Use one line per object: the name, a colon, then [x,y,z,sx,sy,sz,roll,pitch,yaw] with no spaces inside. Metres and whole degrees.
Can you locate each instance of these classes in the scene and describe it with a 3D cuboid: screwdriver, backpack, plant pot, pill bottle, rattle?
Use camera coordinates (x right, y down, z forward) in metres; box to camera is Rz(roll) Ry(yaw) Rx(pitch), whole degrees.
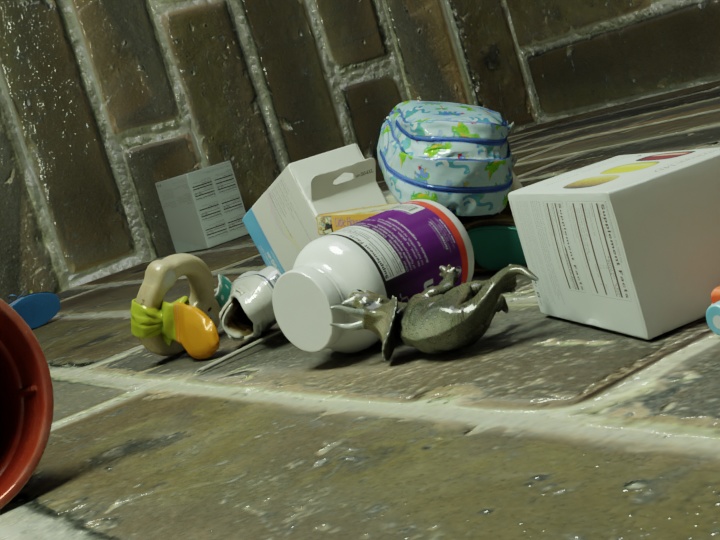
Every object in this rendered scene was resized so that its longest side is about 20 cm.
screwdriver: [-0.097,0.068,1.319,0.199,0.028,0.029,-23,38,-24]
backpack: [0.097,-0.122,1.322,0.162,0.155,0.201,9,33,-2]
plant pot: [-0.379,0.119,0.998,0.200,0.202,0.195,-21,0,-32]
pill bottle: [0.012,0.008,1.149,0.112,0.113,0.199,-10,11,45]
rattle: [-0.171,0.052,1.455,0.142,0.131,0.200,-1,-13,29]

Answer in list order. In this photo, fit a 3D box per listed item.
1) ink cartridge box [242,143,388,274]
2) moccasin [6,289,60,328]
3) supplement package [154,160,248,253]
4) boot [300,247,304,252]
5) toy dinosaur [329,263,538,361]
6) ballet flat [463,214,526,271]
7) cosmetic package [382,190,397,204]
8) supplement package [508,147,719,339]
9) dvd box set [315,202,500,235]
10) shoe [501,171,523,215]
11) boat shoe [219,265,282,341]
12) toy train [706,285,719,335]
ink cartridge box: [-0.057,-0.082,1.733,0.128,0.126,0.200,-22,-11,-34]
moccasin: [-0.697,0.087,2.391,0.199,0.081,0.068,-21,20,-38]
supplement package: [-0.419,-0.167,3.204,0.146,0.202,0.191,-21,9,-34]
boot: [0.031,-0.027,1.575,0.198,0.067,0.175,-14,8,16]
toy dinosaur: [0.075,0.040,1.000,0.102,0.077,0.199,-36,21,-33]
ballet flat: [0.124,-0.033,1.336,0.199,0.069,0.063,-13,31,33]
cosmetic package: [0.077,-0.077,1.754,0.103,0.088,0.199,-20,6,-32]
supplement package: [0.211,-0.025,0.932,0.113,0.110,0.200,-19,7,-12]
dvd box set: [0.054,-0.065,1.459,0.145,0.030,0.199,-9,6,-29]
shoe: [0.144,-0.118,1.480,0.070,0.200,0.054,-35,18,45]
boat shoe: [-0.129,0.046,1.361,0.070,0.071,0.200,-35,5,-18]
toy train: [0.327,-0.015,0.791,0.199,0.056,0.150,-21,8,-25]
